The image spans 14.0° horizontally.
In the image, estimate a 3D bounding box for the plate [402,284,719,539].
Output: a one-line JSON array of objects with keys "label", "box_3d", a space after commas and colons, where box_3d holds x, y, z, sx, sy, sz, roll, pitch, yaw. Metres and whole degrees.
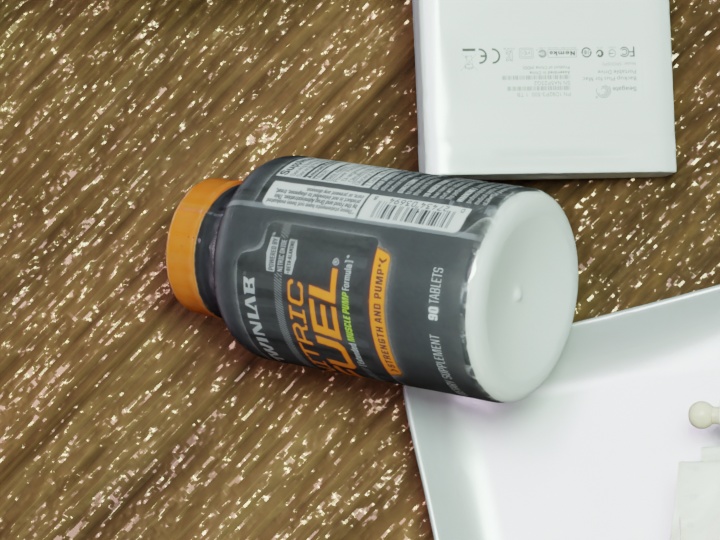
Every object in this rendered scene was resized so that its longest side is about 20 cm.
[{"label": "plate", "box_3d": [0.134, 0.120, 1.448, 0.199, 0.032, 0.201, -14, 74, 11]}]

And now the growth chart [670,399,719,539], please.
[{"label": "growth chart", "box_3d": [0.207, 0.153, 1.397, 0.144, 0.018, 0.201, 9, 80, 13]}]

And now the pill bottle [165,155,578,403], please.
[{"label": "pill bottle", "box_3d": [0.000, 0.000, 1.459, 0.199, 0.106, 0.107, 9, 78, 34]}]

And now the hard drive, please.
[{"label": "hard drive", "box_3d": [0.091, -0.147, 1.489, 0.131, 0.026, 0.201, -1, 84, -11]}]
